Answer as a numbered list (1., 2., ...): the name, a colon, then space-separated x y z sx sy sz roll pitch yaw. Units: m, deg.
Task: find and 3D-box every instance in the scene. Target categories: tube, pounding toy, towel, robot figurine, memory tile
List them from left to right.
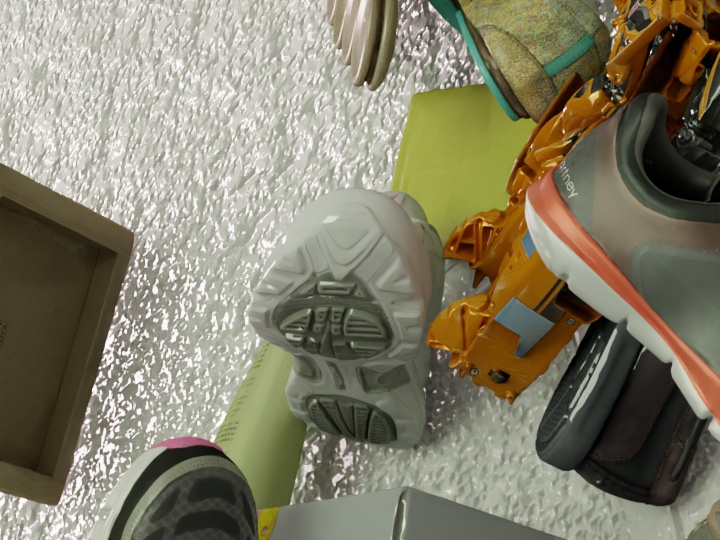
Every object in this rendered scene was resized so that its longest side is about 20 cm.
1. pounding toy: -0.228 0.042 1.444 0.142 0.200 0.185 12 82 25
2. tube: -0.048 0.086 1.253 0.058 0.052 0.201 -8 52 38
3. memory tile: 0.009 -0.172 1.270 0.200 0.017 0.154 -109 28 -73
4. towel: 0.083 -0.050 1.215 0.200 0.018 0.086 -4 67 52
5. robot figurine: 0.100 -0.048 1.087 0.200 0.058 0.145 -57 11 29

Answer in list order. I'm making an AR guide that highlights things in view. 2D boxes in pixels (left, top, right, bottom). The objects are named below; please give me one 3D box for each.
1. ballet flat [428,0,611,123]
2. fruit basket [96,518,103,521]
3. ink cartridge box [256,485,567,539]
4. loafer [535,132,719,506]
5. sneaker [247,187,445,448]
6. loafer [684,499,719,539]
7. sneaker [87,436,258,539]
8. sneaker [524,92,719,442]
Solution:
1. ballet flat: 0.067 -0.126 1.224 0.071 0.071 0.200 -58 23 15
2. fruit basket: -0.134 0.249 1.285 0.200 0.094 0.185 -60 37 18
3. ink cartridge box: -0.002 0.181 1.101 0.200 0.145 0.145 -13 64 48
4. loafer: 0.144 0.002 1.088 0.200 0.063 0.072 -60 7 6
5. sneaker: 0.000 0.000 1.178 0.200 0.078 0.100 90 -167 -66
6. loafer: 0.176 0.127 0.967 0.200 0.072 0.063 15 78 57
7. sneaker: -0.061 0.163 1.003 0.087 0.074 0.201 1 80 52
8. sneaker: 0.151 0.014 0.970 0.200 0.077 0.082 40 115 7
